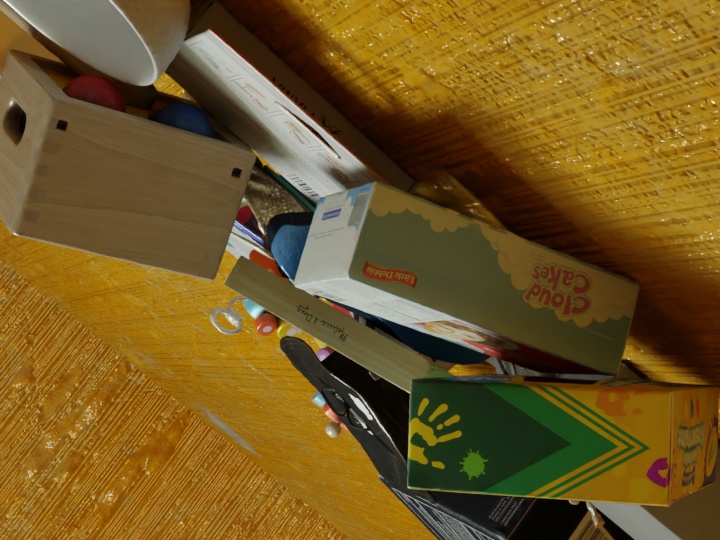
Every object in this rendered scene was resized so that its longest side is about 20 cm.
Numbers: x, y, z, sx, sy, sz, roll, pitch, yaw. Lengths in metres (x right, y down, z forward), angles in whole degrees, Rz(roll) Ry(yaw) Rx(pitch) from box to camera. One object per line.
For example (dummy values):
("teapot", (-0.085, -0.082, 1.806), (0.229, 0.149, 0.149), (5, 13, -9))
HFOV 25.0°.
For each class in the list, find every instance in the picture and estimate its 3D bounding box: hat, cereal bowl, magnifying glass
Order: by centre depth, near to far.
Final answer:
("cereal bowl", (-0.189, -0.218, 1.072), (0.200, 0.083, 0.200), (34, 167, 9))
("hat", (0.021, 0.112, 1.448), (0.201, 0.081, 0.201), (45, 167, 13))
("magnifying glass", (-0.074, 0.017, 1.500), (0.079, 0.022, 0.200), (34, 169, 14))

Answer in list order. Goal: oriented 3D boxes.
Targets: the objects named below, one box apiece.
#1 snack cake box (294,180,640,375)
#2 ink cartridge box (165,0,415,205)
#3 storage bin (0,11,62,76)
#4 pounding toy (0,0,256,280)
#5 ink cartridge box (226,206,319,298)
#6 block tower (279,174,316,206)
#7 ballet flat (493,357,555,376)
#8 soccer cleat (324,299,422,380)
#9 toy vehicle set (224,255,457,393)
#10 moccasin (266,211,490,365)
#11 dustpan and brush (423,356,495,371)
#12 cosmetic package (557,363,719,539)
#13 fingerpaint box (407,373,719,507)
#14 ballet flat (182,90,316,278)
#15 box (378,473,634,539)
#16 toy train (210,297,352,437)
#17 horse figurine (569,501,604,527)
("snack cake box", (0.069, 0.009, 1.078), (0.199, 0.068, 0.115), (20, 170, -18))
("ink cartridge box", (-0.044, -0.109, 1.147), (0.200, 0.045, 0.176), (41, 166, -16))
("storage bin", (-0.298, -0.177, 1.454), (0.200, 0.094, 0.199), (25, 161, 41))
("pounding toy", (-0.198, -0.108, 1.204), (0.183, 0.143, 0.200), (14, -166, -28))
("ink cartridge box", (-0.082, -0.023, 1.513), (0.119, 0.042, 0.200), (36, 173, 3))
("block tower", (0.013, -0.015, 1.296), (0.199, 0.054, 0.058), (31, 165, 25))
("ballet flat", (0.131, 0.050, 1.253), (0.200, 0.046, 0.068), (78, 169, -61))
("soccer cleat", (0.000, 0.000, 1.360), (0.200, 0.085, 0.069), (57, -177, 31))
("toy vehicle set", (0.002, 0.056, 1.223), (0.200, 0.027, 0.124), (28, 178, 36))
("moccasin", (0.022, 0.001, 1.175), (0.200, 0.081, 0.068), (32, -172, -28))
("dustpan and brush", (0.071, 0.061, 1.425), (0.200, 0.057, 0.140), (37, 172, 31))
("cosmetic package", (0.234, 0.164, 1.271), (0.200, 0.090, 0.107), (38, 166, -14))
("fingerpaint box", (0.140, 0.106, 1.067), (0.166, 0.074, 0.200), (1, 178, 21))
("ballet flat", (-0.097, -0.067, 1.283), (0.200, 0.065, 0.071), (46, -178, 31))
("box", (0.159, 0.241, 1.622), (0.198, 0.123, 0.200), (18, 155, 49))
("toy train", (-0.046, 0.072, 1.614), (0.200, 0.056, 0.150), (39, -150, -2))
("horse figurine", (0.173, 0.151, 1.399), (0.200, 0.050, 0.133), (45, -166, -55))
